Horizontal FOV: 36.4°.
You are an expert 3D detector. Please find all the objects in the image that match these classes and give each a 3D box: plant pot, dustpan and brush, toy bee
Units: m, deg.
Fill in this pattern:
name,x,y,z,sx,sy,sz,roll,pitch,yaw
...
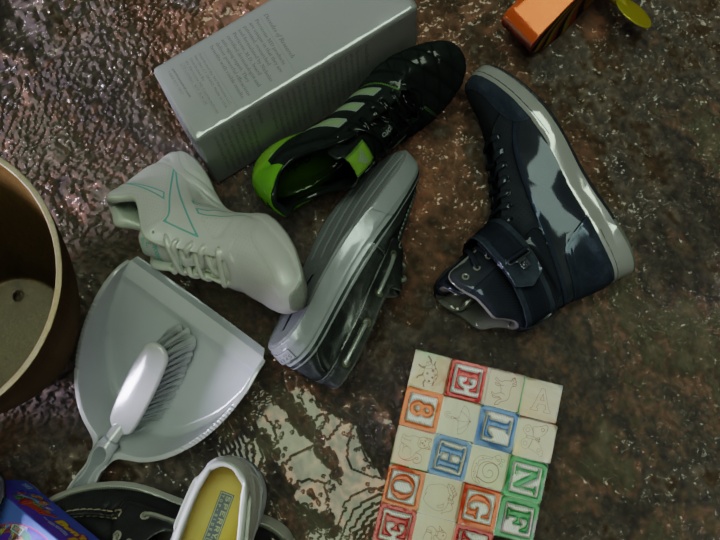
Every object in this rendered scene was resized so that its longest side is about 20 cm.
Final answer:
name,x,y,z,sx,sy,sz,roll,pitch,yaw
plant pot,-0.276,0.030,0.782,0.183,0.200,0.189,0,76,1
dustpan and brush,-0.176,0.111,0.830,0.139,0.057,0.201,34,110,11
toy bee,0.207,-0.256,0.897,0.198,0.108,0.132,-25,85,21

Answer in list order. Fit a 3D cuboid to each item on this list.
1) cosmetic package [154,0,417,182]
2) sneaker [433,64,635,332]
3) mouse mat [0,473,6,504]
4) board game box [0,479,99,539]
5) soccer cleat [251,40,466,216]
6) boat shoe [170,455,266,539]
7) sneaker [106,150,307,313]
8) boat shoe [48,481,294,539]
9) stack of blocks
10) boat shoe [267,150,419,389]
name,x,y,z,sx,sy,sz,roll,pitch,yaw
cosmetic package,-0.055,-0.163,0.871,0.198,0.102,0.072,-31,77,-6
sneaker,0.101,-0.050,0.853,0.145,0.077,0.204,-30,79,-8
mouse mat,-0.328,0.227,0.788,0.159,0.007,0.203,9,79,40
board game box,-0.251,0.270,0.766,0.134,0.045,0.202,29,91,26
soccer cleat,0.005,-0.107,0.859,0.199,0.081,0.068,-34,120,1
boat shoe,-0.110,0.222,0.720,0.074,0.086,0.205,17,79,6
sneaker,-0.117,-0.017,0.821,0.080,0.071,0.199,-28,46,-32
boat shoe,-0.148,0.207,0.799,0.197,0.060,0.075,11,108,2
stack of blocks,0.072,0.173,0.810,0.114,0.059,0.203,14,77,4
boat shoe,0.000,0.000,0.853,0.071,0.072,0.201,39,68,-22
